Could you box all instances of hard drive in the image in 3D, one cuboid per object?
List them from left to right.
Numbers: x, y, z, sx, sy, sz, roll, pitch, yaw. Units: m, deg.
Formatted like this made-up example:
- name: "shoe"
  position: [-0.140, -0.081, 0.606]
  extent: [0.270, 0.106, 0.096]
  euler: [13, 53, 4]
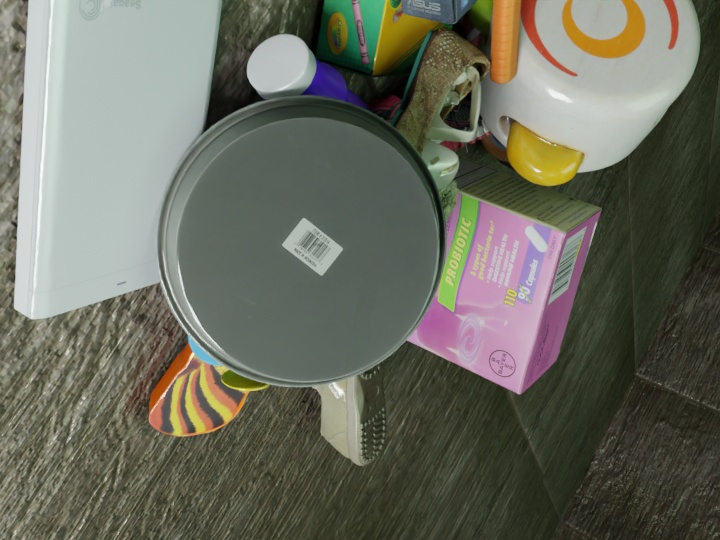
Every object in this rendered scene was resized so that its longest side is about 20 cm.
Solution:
- name: "hard drive"
  position: [-0.149, -0.078, 0.540]
  extent: [0.132, 0.026, 0.201]
  euler: [-22, 131, -54]

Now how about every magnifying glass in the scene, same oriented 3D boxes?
- name: "magnifying glass"
  position: [0.111, -0.232, 0.641]
  extent: [0.080, 0.022, 0.200]
  euler: [-47, 148, -37]

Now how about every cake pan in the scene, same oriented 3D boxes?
- name: "cake pan"
  position: [-0.035, -0.015, 0.575]
  extent: [0.037, 0.200, 0.201]
  euler: [-138, -110, -76]

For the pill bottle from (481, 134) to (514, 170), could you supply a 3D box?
- name: "pill bottle"
  position: [0.214, -0.174, 1.026]
  extent: [0.200, 0.106, 0.107]
  euler: [-19, 128, -54]

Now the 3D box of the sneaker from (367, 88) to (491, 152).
- name: "sneaker"
  position: [0.074, -0.149, 0.834]
  extent: [0.200, 0.080, 0.075]
  euler: [-38, 113, -54]

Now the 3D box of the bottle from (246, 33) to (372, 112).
- name: "bottle"
  position: [-0.025, -0.106, 0.676]
  extent: [0.065, 0.083, 0.200]
  euler: [-60, 154, -10]

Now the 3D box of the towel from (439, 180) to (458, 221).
- name: "towel"
  position: [0.000, 0.000, 0.766]
  extent: [0.036, 0.148, 0.200]
  euler: [40, 73, -23]

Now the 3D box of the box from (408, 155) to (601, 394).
- name: "box"
  position: [0.113, -0.006, 0.876]
  extent: [0.097, 0.200, 0.176]
  euler: [-27, 135, -50]

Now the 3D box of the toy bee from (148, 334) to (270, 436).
- name: "toy bee"
  position: [-0.077, 0.047, 0.656]
  extent: [0.200, 0.108, 0.131]
  euler: [-57, -161, 32]

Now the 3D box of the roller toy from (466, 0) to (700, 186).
- name: "roller toy"
  position: [0.198, -0.188, 0.788]
  extent: [0.182, 0.200, 0.140]
  euler: [-16, 162, -10]

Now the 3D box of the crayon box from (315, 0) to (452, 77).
- name: "crayon box"
  position: [0.035, -0.259, 0.685]
  extent: [0.119, 0.058, 0.201]
  euler: [-22, 129, -55]

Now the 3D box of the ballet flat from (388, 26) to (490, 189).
- name: "ballet flat"
  position: [0.051, -0.103, 0.650]
  extent: [0.071, 0.065, 0.200]
  euler: [104, 9, -65]

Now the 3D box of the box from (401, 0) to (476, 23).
- name: "box"
  position: [0.091, -0.301, 0.634]
  extent: [0.200, 0.051, 0.158]
  euler: [-51, 146, -33]

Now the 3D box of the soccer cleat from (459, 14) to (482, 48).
- name: "soccer cleat"
  position: [0.152, -0.284, 0.857]
  extent: [0.067, 0.076, 0.201]
  euler: [-29, 135, -50]

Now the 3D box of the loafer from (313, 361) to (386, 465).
- name: "loafer"
  position: [-0.015, 0.099, 0.885]
  extent: [0.076, 0.068, 0.201]
  euler: [-14, 108, -59]
